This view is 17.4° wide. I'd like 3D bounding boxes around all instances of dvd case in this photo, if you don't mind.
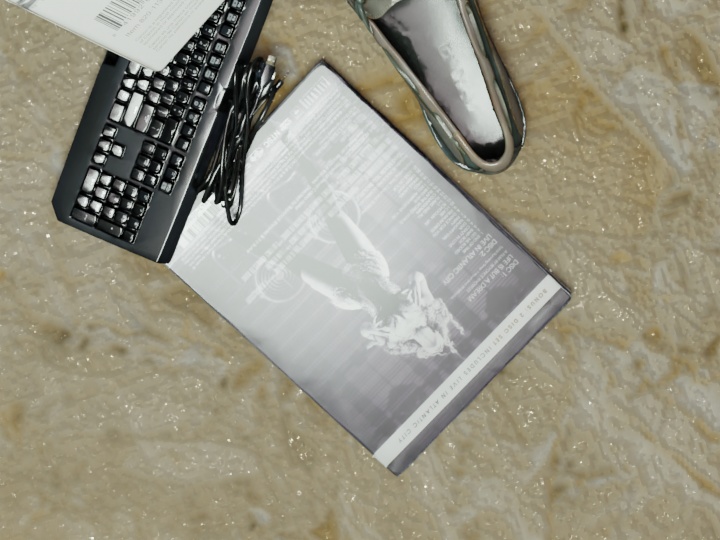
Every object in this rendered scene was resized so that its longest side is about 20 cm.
[{"bbox_3d":[0.000,0.000,1.356,0.200,0.016,0.149,43,97,-8],"label":"dvd case"}]

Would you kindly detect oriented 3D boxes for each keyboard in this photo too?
[{"bbox_3d":[-0.096,-0.103,1.313,0.104,0.040,0.200,21,99,2],"label":"keyboard"}]

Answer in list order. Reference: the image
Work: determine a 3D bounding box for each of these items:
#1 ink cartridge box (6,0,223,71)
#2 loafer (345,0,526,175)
[{"bbox_3d":[-0.134,-0.205,1.211,0.147,0.200,0.083,-45,58,14],"label":"ink cartridge box"},{"bbox_3d":[0.035,-0.142,1.304,0.072,0.063,0.200,-31,101,5],"label":"loafer"}]
